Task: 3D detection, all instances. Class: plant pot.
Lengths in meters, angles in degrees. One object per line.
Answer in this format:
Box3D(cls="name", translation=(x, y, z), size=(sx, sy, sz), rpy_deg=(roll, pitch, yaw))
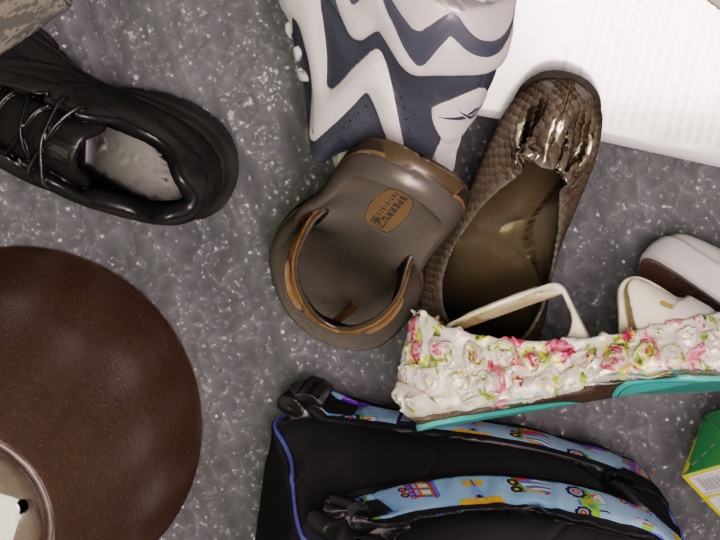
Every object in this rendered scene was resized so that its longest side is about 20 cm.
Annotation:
Box3D(cls="plant pot", translation=(-0.179, 0.099, 1.364), size=(0.187, 0.200, 0.187), rpy_deg=(0, 101, 2))

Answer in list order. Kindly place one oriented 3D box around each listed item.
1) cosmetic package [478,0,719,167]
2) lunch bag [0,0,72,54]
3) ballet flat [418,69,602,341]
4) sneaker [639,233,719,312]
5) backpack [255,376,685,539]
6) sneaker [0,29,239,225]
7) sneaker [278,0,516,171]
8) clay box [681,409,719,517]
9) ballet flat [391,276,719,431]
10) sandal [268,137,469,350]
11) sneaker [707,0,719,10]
Box3D(cls="cosmetic package", translation=(0.153, -0.111, 1.373), size=(0.200, 0.071, 0.102), rpy_deg=(13, 103, 0))
Box3D(cls="lunch bag", translation=(-0.258, -0.169, 1.324), size=(0.168, 0.139, 0.200), rpy_deg=(-32, 75, 4))
Box3D(cls="ballet flat", translation=(0.073, -0.010, 1.371), size=(0.067, 0.046, 0.200), rpy_deg=(17, 130, -5))
Box3D(cls="sneaker", translation=(0.236, 0.030, 1.410), size=(0.200, 0.073, 0.085), rpy_deg=(34, 69, 3))
Box3D(cls="backpack", translation=(0.053, 0.148, 1.382), size=(0.200, 0.183, 0.135), rpy_deg=(6, 110, -10))
Box3D(cls="sneaker", translation=(-0.158, -0.076, 1.386), size=(0.200, 0.091, 0.076), rpy_deg=(18, 103, 0))
Box3D(cls="sneaker", translation=(-0.012, -0.109, 1.352), size=(0.199, 0.079, 0.130), rpy_deg=(30, 122, 33))
Box3D(cls="clay box", translation=(0.266, 0.137, 1.383), size=(0.115, 0.048, 0.200), rpy_deg=(-21, 123, 43))
Box3D(cls="ballet flat", translation=(0.113, 0.036, 1.350), size=(0.200, 0.076, 0.064), rpy_deg=(-7, 84, 1))
Box3D(cls="sandal", translation=(0.000, 0.000, 1.349), size=(0.082, 0.200, 0.055), rpy_deg=(25, 65, -8))
Box3D(cls="sneaker", translation=(0.246, -0.183, 1.286), size=(0.200, 0.088, 0.076), rpy_deg=(-37, 88, -2))
